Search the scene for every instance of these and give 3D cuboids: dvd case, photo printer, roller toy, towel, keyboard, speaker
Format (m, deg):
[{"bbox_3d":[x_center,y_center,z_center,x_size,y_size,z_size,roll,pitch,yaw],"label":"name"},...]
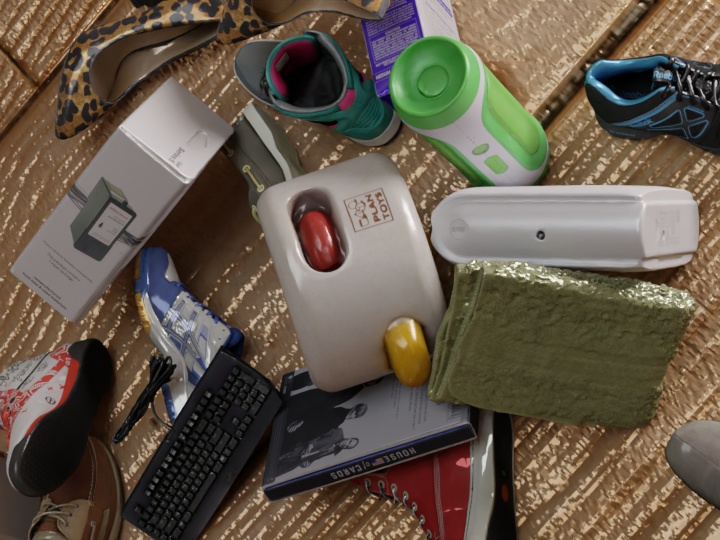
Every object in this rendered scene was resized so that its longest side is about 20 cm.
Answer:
[{"bbox_3d":[0.012,0.117,1.450,0.199,0.025,0.151,-19,33,20],"label":"dvd case"},{"bbox_3d":[0.166,-0.036,1.387,0.199,0.166,0.070,1,93,28],"label":"photo printer"},{"bbox_3d":[0.000,0.000,1.415,0.139,0.200,0.184,-18,105,-2],"label":"roller toy"},{"bbox_3d":[0.159,0.059,1.335,0.198,0.149,0.037,8,36,-8],"label":"towel"},{"bbox_3d":[-0.166,0.154,1.515,0.127,0.021,0.201,35,109,7],"label":"keyboard"},{"bbox_3d":[0.097,-0.129,1.429,0.088,0.200,0.089,-9,69,24],"label":"speaker"}]

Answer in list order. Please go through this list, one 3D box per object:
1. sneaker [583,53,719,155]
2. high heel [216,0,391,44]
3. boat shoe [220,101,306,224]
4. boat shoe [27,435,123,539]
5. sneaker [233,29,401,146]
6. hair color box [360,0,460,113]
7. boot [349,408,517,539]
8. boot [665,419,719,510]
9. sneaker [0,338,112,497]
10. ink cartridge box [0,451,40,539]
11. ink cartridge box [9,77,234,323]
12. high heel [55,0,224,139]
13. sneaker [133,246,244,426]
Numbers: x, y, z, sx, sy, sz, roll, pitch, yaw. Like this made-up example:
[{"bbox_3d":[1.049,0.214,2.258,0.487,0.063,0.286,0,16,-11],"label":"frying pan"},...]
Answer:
[{"bbox_3d":[0.285,-0.143,1.408,0.198,0.082,0.074,3,73,26],"label":"sneaker"},{"bbox_3d":[-0.055,-0.235,1.504,0.200,0.071,0.143,-37,48,26],"label":"high heel"},{"bbox_3d":[-0.077,-0.074,1.576,0.060,0.072,0.202,-39,54,11],"label":"boat shoe"},{"bbox_3d":[-0.274,0.248,1.564,0.075,0.072,0.202,-11,66,23],"label":"boat shoe"},{"bbox_3d":[-0.065,-0.186,1.576,0.199,0.121,0.084,26,86,31],"label":"sneaker"},{"bbox_3d":[0.044,-0.237,1.545,0.064,0.109,0.202,-19,65,20],"label":"hair color box"},{"bbox_3d":[0.057,0.213,1.414,0.143,0.072,0.202,-11,61,24],"label":"boot"},{"bbox_3d":[0.308,0.165,1.264,0.200,0.131,0.068,35,90,31],"label":"boot"},{"bbox_3d":[-0.316,0.149,1.585,0.107,0.067,0.202,-15,32,25],"label":"sneaker"},{"bbox_3d":[-0.432,0.224,1.613,0.198,0.144,0.084,-10,68,23],"label":"ink cartridge box"},{"bbox_3d":[-0.223,-0.068,1.565,0.084,0.146,0.200,39,118,-6],"label":"ink cartridge box"},{"bbox_3d":[-0.222,-0.208,1.681,0.142,0.071,0.201,20,74,37],"label":"high heel"},{"bbox_3d":[-0.153,0.062,1.576,0.088,0.075,0.201,-23,73,9],"label":"sneaker"}]
